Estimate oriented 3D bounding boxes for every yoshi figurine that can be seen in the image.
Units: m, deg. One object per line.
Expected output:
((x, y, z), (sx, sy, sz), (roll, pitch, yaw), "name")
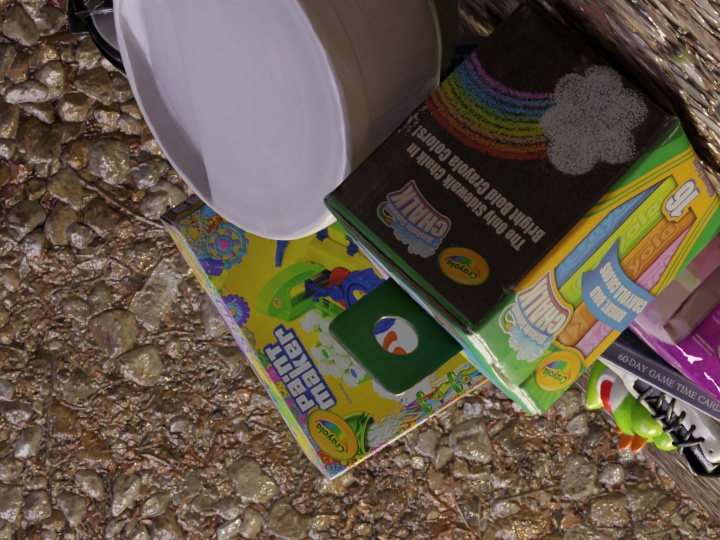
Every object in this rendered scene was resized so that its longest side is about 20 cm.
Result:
((0.239, 0.069, 2.038), (0.200, 0.112, 0.112), (-102, 11, -67), "yoshi figurine")

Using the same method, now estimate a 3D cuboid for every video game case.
((0.216, 0.065, 1.662), (0.200, 0.019, 0.143), (29, -167, 18), "video game case")

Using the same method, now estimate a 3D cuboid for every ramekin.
((-0.042, -0.126, 1.443), (0.202, 0.094, 0.203), (32, 137, 36), "ramekin")

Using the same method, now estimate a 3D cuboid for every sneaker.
((0.232, 0.091, 1.786), (0.200, 0.080, 0.074), (32, 153, 0), "sneaker")

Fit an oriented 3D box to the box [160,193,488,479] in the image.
((0.000, 0.000, 1.741), (0.200, 0.192, 0.122), (59, 174, -8), "box")

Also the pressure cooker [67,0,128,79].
((-0.142, -0.228, 2.236), (0.179, 0.176, 0.200), (40, 180, 26), "pressure cooker")

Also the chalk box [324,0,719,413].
((0.075, -0.016, 1.373), (0.125, 0.200, 0.124), (44, 178, 32), "chalk box")

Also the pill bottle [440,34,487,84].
((0.075, -0.072, 1.572), (0.111, 0.111, 0.200), (46, -172, -35), "pill bottle")

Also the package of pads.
((0.189, 0.007, 1.573), (0.120, 0.076, 0.200), (42, -179, -33), "package of pads")

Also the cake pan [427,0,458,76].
((-0.021, -0.170, 1.510), (0.200, 0.037, 0.201), (29, 139, 29), "cake pan")
